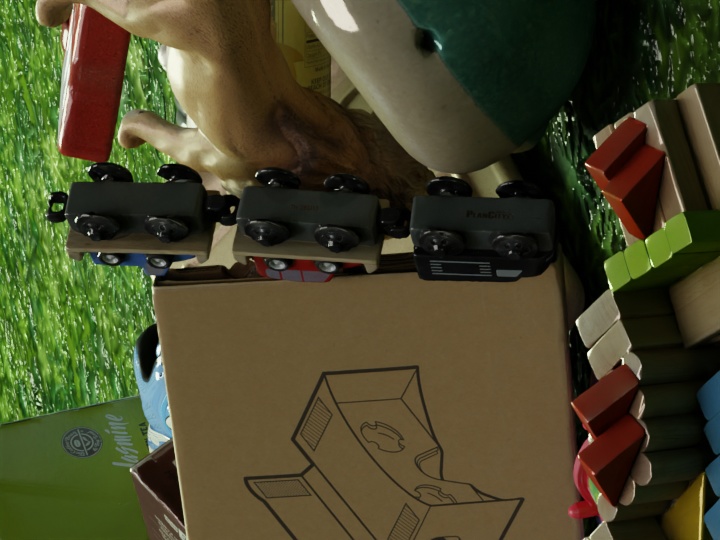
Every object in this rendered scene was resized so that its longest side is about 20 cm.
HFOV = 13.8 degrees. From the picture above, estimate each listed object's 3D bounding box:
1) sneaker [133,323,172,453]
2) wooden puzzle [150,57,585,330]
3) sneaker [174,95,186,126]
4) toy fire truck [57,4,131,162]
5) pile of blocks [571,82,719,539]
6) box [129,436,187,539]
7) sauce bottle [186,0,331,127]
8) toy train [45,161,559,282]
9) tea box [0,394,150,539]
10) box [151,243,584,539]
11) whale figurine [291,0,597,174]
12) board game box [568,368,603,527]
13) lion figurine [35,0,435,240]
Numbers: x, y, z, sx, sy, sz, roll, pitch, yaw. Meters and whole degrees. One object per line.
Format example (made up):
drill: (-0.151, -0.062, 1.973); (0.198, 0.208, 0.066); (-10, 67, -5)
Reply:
sneaker: (-0.068, 0.064, 1.521); (0.200, 0.078, 0.089); (8, 124, 60)
wooden puzzle: (0.000, 0.000, 1.271); (0.185, 0.046, 0.200); (-45, 51, 23)
sneaker: (-0.049, -0.092, 1.452); (0.200, 0.070, 0.100); (-148, 46, -72)
toy fire truck: (-0.121, -0.161, 1.427); (0.200, 0.112, 0.169); (-102, 24, -64)
pile of blocks: (0.106, 0.034, 1.002); (0.082, 0.062, 0.201); (4, 97, 55)
box: (-0.038, 0.128, 1.388); (0.075, 0.100, 0.200); (45, 161, 26)
sauce bottle: (-0.044, -0.145, 1.234); (0.065, 0.064, 0.201); (-149, 56, -66)
toy train: (-0.022, -0.016, 1.141); (0.046, 0.199, 0.034); (74, -158, -58)
tea box: (-0.124, 0.187, 1.618); (0.134, 0.196, 0.200); (101, 153, -48)
box: (0.009, 0.086, 1.204); (0.021, 0.163, 0.201); (-84, -11, -64)
whale figurine: (0.034, -0.120, 1.153); (0.159, 0.104, 0.200); (52, -169, -13)
board game box: (0.110, 0.101, 1.109); (0.200, 0.039, 0.159); (164, 95, -72)
lion figurine: (-0.051, -0.080, 1.144); (0.122, 0.073, 0.200); (22, 164, 33)
